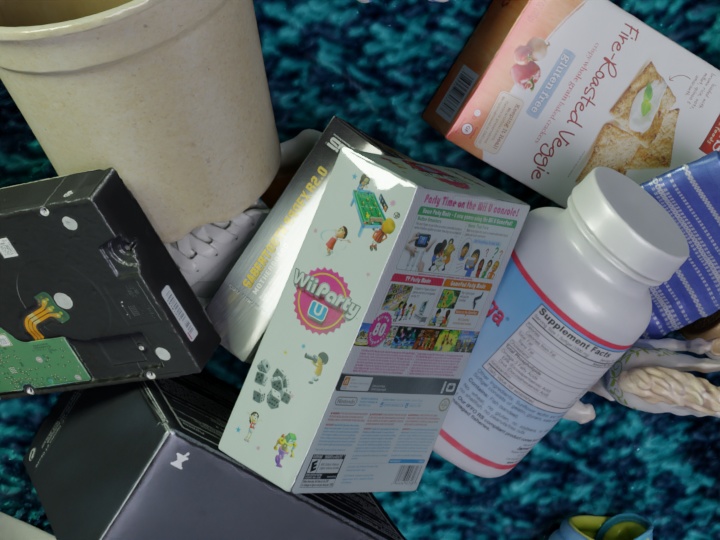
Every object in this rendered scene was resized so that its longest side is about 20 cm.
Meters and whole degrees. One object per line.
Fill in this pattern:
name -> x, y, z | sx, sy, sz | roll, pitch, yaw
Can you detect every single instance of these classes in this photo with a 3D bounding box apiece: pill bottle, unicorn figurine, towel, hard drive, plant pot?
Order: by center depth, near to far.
plant pot -> -0.134, -0.125, 1.595 | 0.200, 0.201, 0.184 | -25, 124, -8
hard drive -> -0.198, 0.012, 1.617 | 0.140, 0.200, 0.038 | 59, 41, -26
pill bottle -> 0.116, 0.031, 1.681 | 0.109, 0.109, 0.200 | 31, 114, -24
unicorn figurine -> 0.187, 0.075, 1.751 | 0.137, 0.200, 0.074 | 1, 77, -7
towel -> 0.183, 0.004, 1.758 | 0.200, 0.024, 0.145 | -27, 136, 14

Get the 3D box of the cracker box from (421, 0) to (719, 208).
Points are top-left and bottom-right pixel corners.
cracker box -> 0.161, -0.107, 1.754 | 0.200, 0.058, 0.134 | 28, 98, -24

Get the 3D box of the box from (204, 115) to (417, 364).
box -> 0.000, 0.000, 1.686 | 0.159, 0.048, 0.200 | -56, 150, 7

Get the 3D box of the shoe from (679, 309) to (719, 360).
shoe -> 0.311, -0.010, 1.830 | 0.200, 0.070, 0.053 | -43, 115, 8

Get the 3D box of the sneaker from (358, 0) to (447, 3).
sneaker -> 0.061, -0.248, 1.678 | 0.200, 0.081, 0.147 | -30, 143, -30

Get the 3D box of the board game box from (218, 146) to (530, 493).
board game box -> 0.011, 0.034, 1.596 | 0.147, 0.064, 0.200 | 7, 108, -59

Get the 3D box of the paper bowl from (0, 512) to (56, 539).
paper bowl -> -0.218, 0.228, 1.660 | 0.200, 0.201, 0.105 | 28, 90, -24

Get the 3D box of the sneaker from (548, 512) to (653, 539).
sneaker -> 0.197, 0.252, 1.873 | 0.200, 0.080, 0.131 | 35, 96, -25

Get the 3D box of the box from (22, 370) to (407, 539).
box -> -0.094, 0.155, 1.683 | 0.200, 0.198, 0.123 | 30, 97, -23

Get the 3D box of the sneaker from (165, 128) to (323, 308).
sneaker -> -0.094, -0.023, 1.676 | 0.200, 0.077, 0.081 | -33, 152, -13
